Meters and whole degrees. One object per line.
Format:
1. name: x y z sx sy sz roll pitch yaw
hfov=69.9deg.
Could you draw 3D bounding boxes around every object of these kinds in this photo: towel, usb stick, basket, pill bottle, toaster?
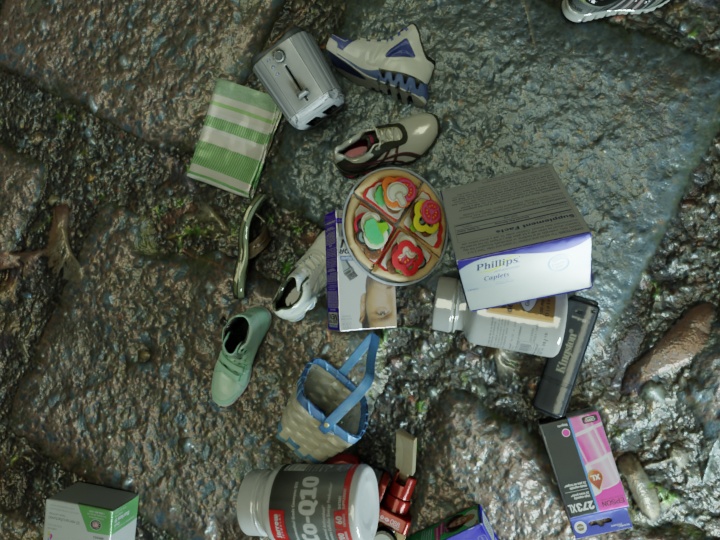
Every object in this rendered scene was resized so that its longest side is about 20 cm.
1. towel: -0.240 -0.253 0.987 0.151 0.023 0.202 19 92 12
2. usb stick: 0.337 0.141 0.845 0.055 0.032 0.202 19 92 41
3. basket: -0.039 0.206 0.860 0.139 0.176 0.201 35 109 -4
4. pill bottle: 0.220 0.067 0.835 0.198 0.114 0.116 8 90 12
5. toaster: -0.099 -0.322 0.889 0.113 0.200 0.130 -30 100 10
6. pill bottle: -0.080 0.357 0.790 0.198 0.114 0.115 -7 87 18

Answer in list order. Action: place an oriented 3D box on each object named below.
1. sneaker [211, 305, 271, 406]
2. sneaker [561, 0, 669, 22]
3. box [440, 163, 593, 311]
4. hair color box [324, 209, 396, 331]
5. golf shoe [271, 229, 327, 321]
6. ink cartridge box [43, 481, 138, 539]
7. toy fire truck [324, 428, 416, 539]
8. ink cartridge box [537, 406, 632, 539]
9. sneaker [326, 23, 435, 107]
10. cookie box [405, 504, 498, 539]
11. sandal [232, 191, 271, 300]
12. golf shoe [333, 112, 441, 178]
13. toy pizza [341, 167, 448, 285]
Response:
1. sneaker: -0.235 0.158 0.923 0.073 0.118 0.202 24 94 10
2. sneaker: 0.431 -0.460 0.823 0.198 0.087 0.075 -9 86 11
3. box: 0.230 -0.054 0.788 0.182 0.201 0.106 -12 127 11
4. hair color box: 0.000 0.000 0.885 0.108 0.065 0.202 -2 89 -24
5. golf shoe: -0.085 0.004 0.910 0.078 0.097 0.201 33 93 13
6. ink cartridge box: -0.518 0.530 0.985 0.144 0.087 0.202 5 91 11
7. toy fire truck: 0.018 0.354 0.872 0.175 0.129 0.202 22 81 12
8. ink cartridge box: 0.366 0.332 0.837 0.094 0.037 0.202 -18 87 11
9. sneaker: 0.049 -0.380 0.911 0.198 0.081 0.116 26 90 4
10. cookie box: 0.151 0.519 0.853 0.199 0.075 0.172 -29 83 9
11. sandal: -0.195 -0.044 0.952 0.057 0.080 0.203 10 97 -5
12. golf shoe: 0.047 -0.219 0.895 0.198 0.088 0.078 -23 82 9
13. toy pizza: 0.065 -0.076 0.864 0.198 0.032 0.203 2 85 -21
